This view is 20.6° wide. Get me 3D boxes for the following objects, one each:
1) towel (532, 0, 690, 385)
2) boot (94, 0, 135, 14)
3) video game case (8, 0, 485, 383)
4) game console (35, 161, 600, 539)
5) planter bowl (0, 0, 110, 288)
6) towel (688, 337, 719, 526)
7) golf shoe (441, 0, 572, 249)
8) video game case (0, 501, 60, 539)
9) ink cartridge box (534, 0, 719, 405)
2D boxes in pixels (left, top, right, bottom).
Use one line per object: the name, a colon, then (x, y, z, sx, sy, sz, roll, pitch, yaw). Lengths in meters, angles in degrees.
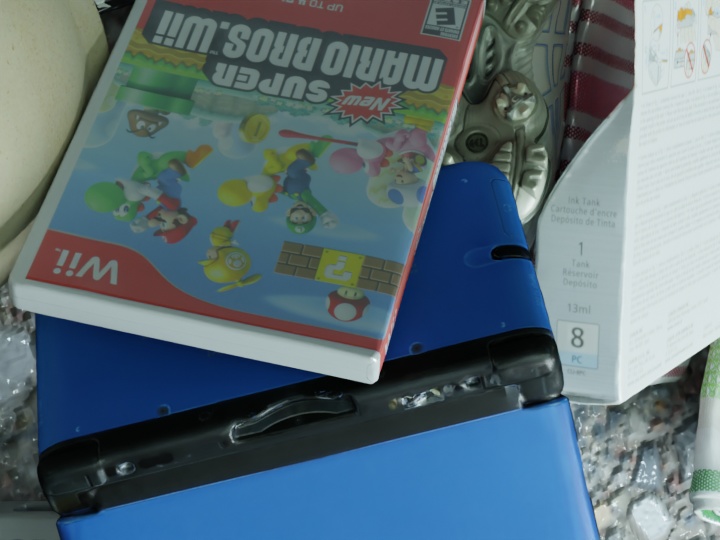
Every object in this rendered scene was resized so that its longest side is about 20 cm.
towel: (0.135, -0.043, 0.963, 0.146, 0.030, 0.202, 4, 93, -54)
boot: (-0.091, -0.215, 0.891, 0.200, 0.070, 0.132, -41, 113, -5)
video game case: (-0.038, -0.052, 0.781, 0.142, 0.018, 0.201, 11, 52, 8)
game console: (-0.017, 0.071, 0.778, 0.198, 0.172, 0.119, -13, 133, 2)
planter bowl: (-0.187, -0.074, 0.805, 0.134, 0.199, 0.202, -30, 106, -44)
towel: (0.246, 0.051, 1.021, 0.148, 0.031, 0.202, 23, 67, -22)
golf shoe: (0.060, -0.095, 0.885, 0.077, 0.097, 0.202, 5, 67, 14)
video game case: (-0.097, 0.198, 0.861, 0.023, 0.181, 0.202, -24, 104, -50)
ink cartridge box: (0.125, -0.056, 0.871, 0.160, 0.047, 0.202, -19, 112, -61)
